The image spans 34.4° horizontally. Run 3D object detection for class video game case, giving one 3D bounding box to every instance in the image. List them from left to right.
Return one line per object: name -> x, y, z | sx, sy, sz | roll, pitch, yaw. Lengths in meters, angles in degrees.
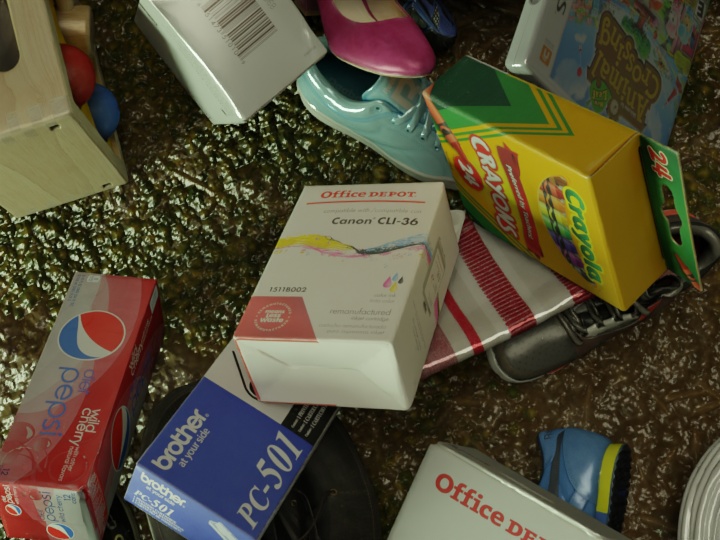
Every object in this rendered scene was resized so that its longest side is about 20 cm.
video game case -> 0.193, -0.185, 0.866 | 0.022, 0.199, 0.185 | 9, 74, 44

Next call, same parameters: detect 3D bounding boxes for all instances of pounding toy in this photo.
pounding toy -> -0.249, -0.178, 0.886 | 0.140, 0.184, 0.203 | -17, 77, 0

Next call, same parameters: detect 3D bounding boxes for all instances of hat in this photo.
hat -> -0.079, 0.178, 0.841 | 0.197, 0.081, 0.203 | 16, 44, -16

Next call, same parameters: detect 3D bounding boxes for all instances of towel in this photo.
towel -> 0.102, -0.005, 0.864 | 0.197, 0.023, 0.145 | -25, 38, -2

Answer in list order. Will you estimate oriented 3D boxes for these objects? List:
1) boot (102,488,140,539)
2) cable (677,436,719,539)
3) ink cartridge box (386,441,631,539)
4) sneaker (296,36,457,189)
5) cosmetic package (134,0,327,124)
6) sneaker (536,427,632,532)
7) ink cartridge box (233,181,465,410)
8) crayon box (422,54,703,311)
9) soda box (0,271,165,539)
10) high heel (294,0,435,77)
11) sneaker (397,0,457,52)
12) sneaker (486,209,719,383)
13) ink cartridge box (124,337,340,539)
boot -> -0.198, 0.216, 0.810 | 0.072, 0.154, 0.206 | -22, 77, -1
cable -> 0.321, 0.198, 0.823 | 0.200, 0.069, 0.200 | -44, 79, -5
ink cartridge box -> 0.079, 0.238, 0.781 | 0.145, 0.084, 0.203 | 26, 93, 29
sneaker -> 0.034, -0.123, 0.907 | 0.197, 0.082, 0.075 | 21, 81, 9
cosmetic package -> -0.102, -0.174, 0.856 | 0.081, 0.200, 0.113 | -40, 101, -7
sneaker -> 0.142, 0.215, 0.840 | 0.077, 0.066, 0.204 | 7, 80, 25
ink cartridge box -> 0.000, 0.000, 0.830 | 0.114, 0.068, 0.202 | 0, 42, 20
crayon box -> 0.135, -0.057, 0.790 | 0.051, 0.128, 0.199 | -39, 42, -15
soda box -> -0.197, 0.093, 0.833 | 0.069, 0.064, 0.202 | 4, 43, 4
high heel -> 0.003, -0.218, 0.874 | 0.066, 0.097, 0.201 | -6, 34, -23
sneaker -> 0.035, -0.271, 0.946 | 0.077, 0.075, 0.203 | -23, 78, -5
sneaker -> 0.180, 0.014, 0.859 | 0.198, 0.082, 0.078 | -34, 94, -4
ink cartridge box -> -0.073, 0.105, 0.819 | 0.093, 0.045, 0.201 | 31, 41, 3
